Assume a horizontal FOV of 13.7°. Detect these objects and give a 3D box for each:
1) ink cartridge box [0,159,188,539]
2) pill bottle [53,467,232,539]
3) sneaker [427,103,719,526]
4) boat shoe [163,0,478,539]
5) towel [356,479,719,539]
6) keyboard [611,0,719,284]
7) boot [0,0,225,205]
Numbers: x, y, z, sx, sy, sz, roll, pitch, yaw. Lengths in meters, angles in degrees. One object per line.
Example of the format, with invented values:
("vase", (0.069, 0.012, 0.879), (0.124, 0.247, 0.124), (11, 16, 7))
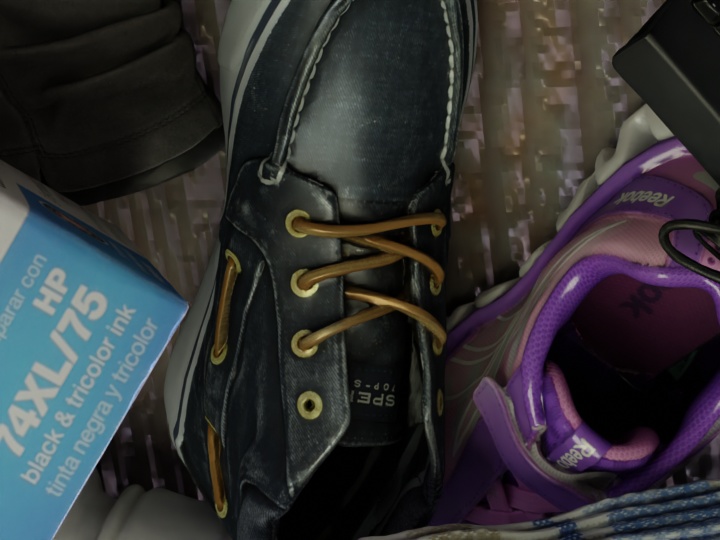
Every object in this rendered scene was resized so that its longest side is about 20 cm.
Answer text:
("ink cartridge box", (-0.170, 0.010, 0.729), (0.200, 0.147, 0.146), (31, 91, -14))
("pill bottle", (-0.142, 0.092, 0.881), (0.200, 0.113, 0.114), (14, 120, 5))
("sneaker", (0.056, 0.041, 0.820), (0.080, 0.089, 0.200), (32, 122, -6))
("boat shoe", (0.000, 0.000, 0.800), (0.071, 0.091, 0.200), (-2, 128, -22))
("towel", (0.036, 0.099, 0.806), (0.200, 0.024, 0.147), (-9, 153, -21))
("keyboard", (0.151, -0.002, 0.763), (0.200, 0.104, 0.040), (45, 151, -12))
("boot", (-0.142, -0.070, 0.818), (0.200, 0.070, 0.132), (-1, 119, 14))
